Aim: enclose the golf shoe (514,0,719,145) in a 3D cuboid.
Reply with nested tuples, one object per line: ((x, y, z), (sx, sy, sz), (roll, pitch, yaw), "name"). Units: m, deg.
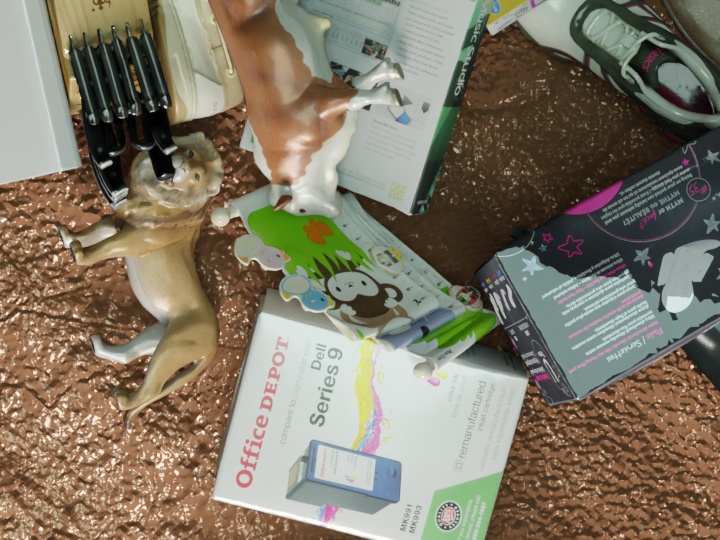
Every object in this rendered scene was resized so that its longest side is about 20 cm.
((0.188, -0.167, 1.405), (0.200, 0.088, 0.077), (35, 94, -3), "golf shoe")

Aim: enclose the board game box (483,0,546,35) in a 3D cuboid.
((0.097, -0.287, 1.389), (0.134, 0.034, 0.201), (-32, 81, 5), "board game box")

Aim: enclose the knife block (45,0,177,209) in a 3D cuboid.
((-0.180, -0.149, 1.368), (0.064, 0.200, 0.176), (-13, 120, -13), "knife block")

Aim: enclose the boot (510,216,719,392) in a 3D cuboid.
((0.202, 0.039, 1.427), (0.162, 0.073, 0.199), (-22, 88, -3), "boot")

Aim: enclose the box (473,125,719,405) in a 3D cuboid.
((0.194, -0.003, 1.331), (0.199, 0.132, 0.115), (-28, 86, -5), "box")

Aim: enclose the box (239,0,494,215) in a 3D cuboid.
((0.009, -0.157, 1.381), (0.144, 0.036, 0.201), (23, 105, 20), "box")

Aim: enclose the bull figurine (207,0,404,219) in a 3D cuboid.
((-0.038, -0.135, 1.350), (0.121, 0.065, 0.201), (-22, 93, 17), "bull figurine")

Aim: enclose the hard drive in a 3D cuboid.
((-0.264, -0.160, 1.374), (0.026, 0.132, 0.201), (-17, 97, -46), "hard drive")

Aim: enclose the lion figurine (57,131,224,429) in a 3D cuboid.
((-0.142, 0.007, 1.418), (0.122, 0.072, 0.201), (-17, 109, -16), "lion figurine")

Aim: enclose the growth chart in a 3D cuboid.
((0.000, 0.000, 1.380), (0.200, 0.145, 0.018), (39, 128, 9), "growth chart")

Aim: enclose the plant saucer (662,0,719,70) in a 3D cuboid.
((0.298, -0.218, 1.379), (0.037, 0.200, 0.201), (-39, 96, -39), "plant saucer")

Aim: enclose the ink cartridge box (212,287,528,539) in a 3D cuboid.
((0.005, 0.111, 1.412), (0.199, 0.088, 0.146), (16, 99, -2), "ink cartridge box")

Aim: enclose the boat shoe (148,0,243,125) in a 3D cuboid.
((-0.127, -0.205, 1.402), (0.069, 0.074, 0.201), (-10, 90, -25), "boat shoe")
